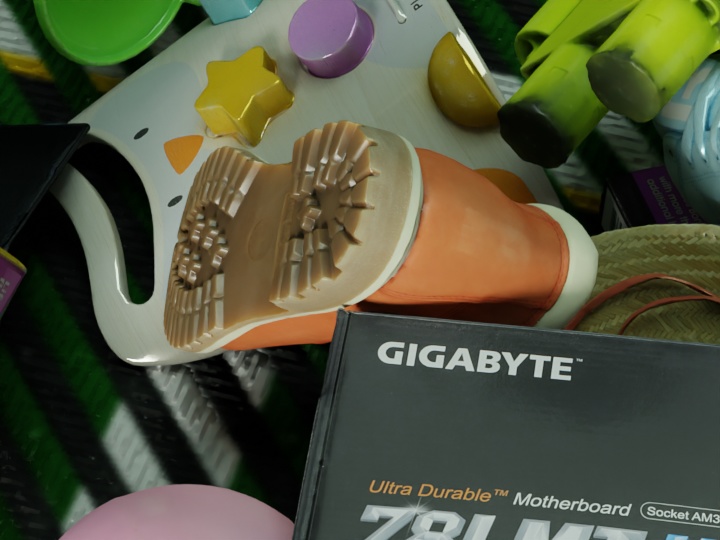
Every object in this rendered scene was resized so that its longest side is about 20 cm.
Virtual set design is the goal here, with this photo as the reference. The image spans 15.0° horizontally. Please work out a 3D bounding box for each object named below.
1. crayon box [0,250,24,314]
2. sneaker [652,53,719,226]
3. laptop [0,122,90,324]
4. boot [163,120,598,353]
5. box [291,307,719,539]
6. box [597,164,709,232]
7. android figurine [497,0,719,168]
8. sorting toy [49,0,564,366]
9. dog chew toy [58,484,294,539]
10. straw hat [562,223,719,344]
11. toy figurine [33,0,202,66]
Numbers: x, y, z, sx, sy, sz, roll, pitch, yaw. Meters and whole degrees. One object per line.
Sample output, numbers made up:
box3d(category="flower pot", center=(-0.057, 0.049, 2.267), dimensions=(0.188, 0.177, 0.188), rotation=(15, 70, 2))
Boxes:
box3d(category="crayon box", center=(-0.240, 0.045, 0.939), dimensions=(0.172, 0.058, 0.200), rotation=(26, 84, 14))
box3d(category="sneaker", center=(0.137, -0.046, 0.967), dimensions=(0.082, 0.200, 0.074), rotation=(26, 81, 12))
box3d(category="laptop", center=(-0.210, 0.030, 1.034), dimensions=(0.187, 0.116, 0.201), rotation=(-1, 79, 11))
box3d(category="boot", center=(0.000, 0.000, 0.959), dimensions=(0.107, 0.200, 0.075), rotation=(14, 81, -26))
box3d(category="box", center=(0.075, 0.111, 0.825), dimensions=(0.199, 0.050, 0.199), rotation=(7, 57, 7))
box3d(category="box", center=(0.211, 0.003, 1.068), dimensions=(0.199, 0.036, 0.143), rotation=(-12, 52, -13))
box3d(category="android figurine", center=(0.131, -0.121, 1.008), dimensions=(0.041, 0.182, 0.200), rotation=(46, 62, -10))
box3d(category="sorting toy", center=(-0.038, -0.048, 1.084), dimensions=(0.180, 0.107, 0.200), rotation=(-30, 55, 0))
box3d(category="dog chew toy", center=(-0.101, 0.151, 0.892), dimensions=(0.200, 0.125, 0.125), rotation=(-23, 54, -9))
box3d(category="straw hat", center=(0.116, 0.091, 0.954), dimensions=(0.201, 0.085, 0.202), rotation=(-8, 71, 25))
box3d(category="toy figurine", center=(-0.122, -0.194, 1.177), dimensions=(0.184, 0.150, 0.200), rotation=(26, 68, 39))
